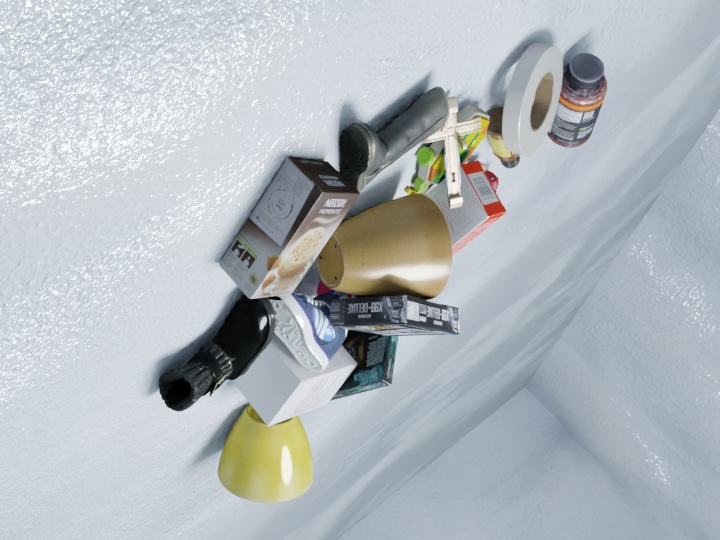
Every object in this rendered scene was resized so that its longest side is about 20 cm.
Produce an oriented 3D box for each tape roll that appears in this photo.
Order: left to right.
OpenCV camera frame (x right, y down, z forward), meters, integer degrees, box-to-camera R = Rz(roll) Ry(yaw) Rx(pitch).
[{"bbox_3d":[0.316,-0.312,1.721,0.203,0.036,0.206,-43,142,-45],"label":"tape roll"}]

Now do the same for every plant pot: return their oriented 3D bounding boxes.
[{"bbox_3d":[-0.186,0.347,1.889,0.198,0.197,0.145,-21,124,-49],"label":"plant pot"},{"bbox_3d":[0.026,-0.030,1.619,0.197,0.188,0.188,-8,141,-34],"label":"plant pot"}]

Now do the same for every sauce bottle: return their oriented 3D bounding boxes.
[{"bbox_3d":[0.282,-0.252,1.835,0.066,0.066,0.200,-44,161,-2],"label":"sauce bottle"}]

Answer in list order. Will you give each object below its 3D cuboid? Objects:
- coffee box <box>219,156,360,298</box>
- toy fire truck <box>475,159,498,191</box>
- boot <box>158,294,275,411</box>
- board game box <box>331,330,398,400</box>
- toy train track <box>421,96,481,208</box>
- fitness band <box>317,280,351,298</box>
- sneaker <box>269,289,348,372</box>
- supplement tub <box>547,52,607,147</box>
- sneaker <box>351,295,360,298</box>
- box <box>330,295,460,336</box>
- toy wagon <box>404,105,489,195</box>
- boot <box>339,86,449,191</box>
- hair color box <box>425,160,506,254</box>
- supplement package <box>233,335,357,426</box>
[{"bbox_3d":[-0.105,-0.062,1.393,0.201,0.080,0.114,-54,159,21],"label":"coffee box"},{"bbox_3d":[0.218,-0.169,1.876,0.199,0.048,0.143,-36,150,-41],"label":"toy fire truck"},{"bbox_3d":[-0.229,0.132,1.512,0.157,0.079,0.213,-23,150,-47],"label":"boot"},{"bbox_3d":[-0.006,0.178,1.863,0.028,0.138,0.198,30,146,-33],"label":"board game box"},{"bbox_3d":[0.160,-0.195,1.610,0.112,0.033,0.204,-13,123,-9],"label":"toy train track"},{"bbox_3d":[0.000,0.000,1.785,0.198,0.037,0.145,-27,152,-41],"label":"fitness band"},{"bbox_3d":[-0.084,0.064,1.653,0.148,0.079,0.202,-60,137,-34],"label":"sneaker"},{"bbox_3d":[0.439,-0.347,1.907,0.106,0.107,0.201,-38,159,-19],"label":"supplement tub"},{"bbox_3d":[0.065,0.022,1.789,0.199,0.081,0.146,-39,167,4],"label":"sneaker"},{"bbox_3d":[0.064,0.082,1.653,0.199,0.155,0.051,15,74,-56],"label":"box"},{"bbox_3d":[0.155,-0.207,1.699,0.201,0.040,0.154,-54,158,19],"label":"toy wagon"},{"bbox_3d":[0.060,-0.217,1.446,0.198,0.073,0.182,-33,171,-16],"label":"boot"},{"bbox_3d":[0.166,-0.099,1.741,0.063,0.112,0.200,-16,163,-44],"label":"hair color box"},{"bbox_3d":[-0.123,0.190,1.771,0.120,0.122,0.199,-52,159,24],"label":"supplement package"}]
